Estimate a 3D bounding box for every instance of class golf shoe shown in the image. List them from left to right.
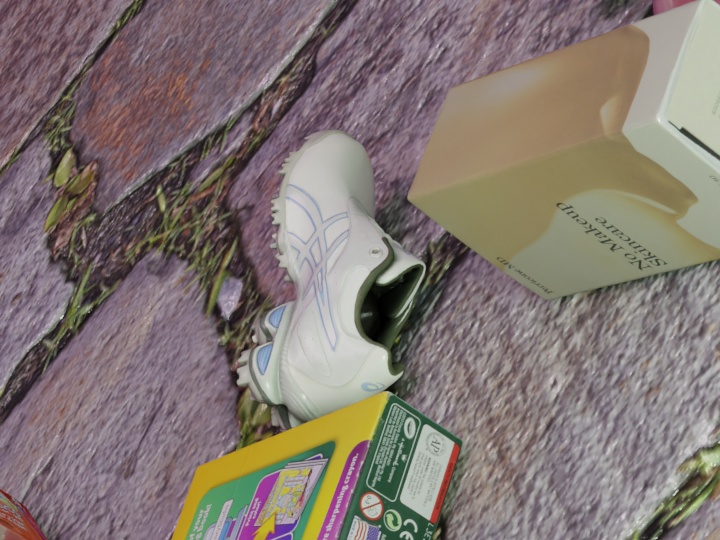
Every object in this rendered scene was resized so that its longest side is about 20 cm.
[{"bbox_3d":[0.000,0.000,1.645,0.097,0.078,0.201,-17,47,29],"label":"golf shoe"}]

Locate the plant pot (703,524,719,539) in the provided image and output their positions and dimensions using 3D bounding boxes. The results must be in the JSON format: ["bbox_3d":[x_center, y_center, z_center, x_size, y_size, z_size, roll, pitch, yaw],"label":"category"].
[{"bbox_3d":[0.144,0.209,0.960,0.177,0.199,0.201,-34,29,61],"label":"plant pot"}]

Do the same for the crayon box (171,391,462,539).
[{"bbox_3d":[-0.046,0.175,1.497,0.172,0.058,0.201,-26,37,50],"label":"crayon box"}]

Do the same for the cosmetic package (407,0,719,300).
[{"bbox_3d":[0.124,-0.053,1.420,0.200,0.105,0.071,-18,44,56],"label":"cosmetic package"}]

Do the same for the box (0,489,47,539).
[{"bbox_3d":[-0.283,0.218,1.835,0.200,0.095,0.100,-54,24,2],"label":"box"}]

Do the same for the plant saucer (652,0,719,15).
[{"bbox_3d":[0.227,-0.174,1.447,0.200,0.051,0.201,-42,28,28],"label":"plant saucer"}]
